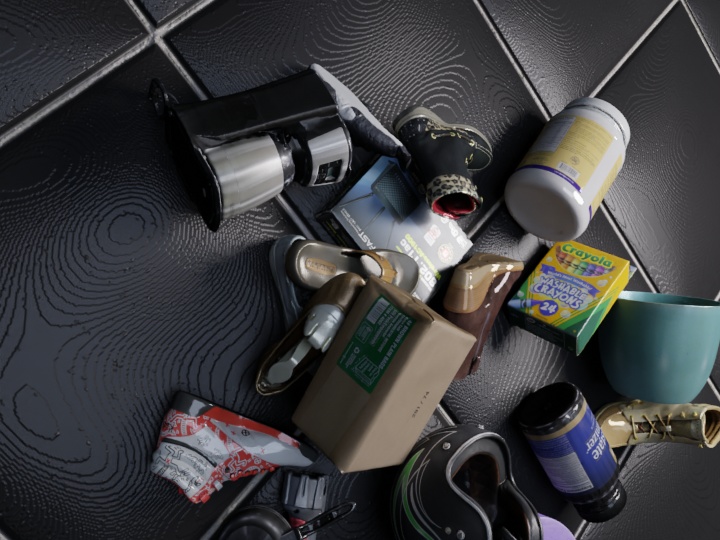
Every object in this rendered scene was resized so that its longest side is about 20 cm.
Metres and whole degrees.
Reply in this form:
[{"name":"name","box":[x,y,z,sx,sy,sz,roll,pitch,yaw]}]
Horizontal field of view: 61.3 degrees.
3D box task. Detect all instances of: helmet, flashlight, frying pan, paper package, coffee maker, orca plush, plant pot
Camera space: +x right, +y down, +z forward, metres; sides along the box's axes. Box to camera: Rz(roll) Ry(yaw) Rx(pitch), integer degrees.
[{"name":"helmet","box":[0.130,0.315,0.810,0.195,0.203,0.193,-4,45,-27]},{"name":"flashlight","box":[-0.090,0.362,0.767,0.066,0.068,0.206,5,78,11]},{"name":"frying pan","box":[-0.095,0.345,0.730,0.184,0.031,0.119,-6,74,9]},{"name":"paper package","box":[0.033,0.133,0.749,0.203,0.102,0.190,-59,152,3]},{"name":"coffee maker","box":[-0.130,-0.175,0.753,0.196,0.134,0.197,-24,96,-27]},{"name":"orca plush","box":[-0.016,-0.194,0.834,0.199,0.072,0.105,40,23,4]},{"name":"plant pot","box":[0.493,0.127,1.019,0.195,0.199,0.167,0,95,-26]}]

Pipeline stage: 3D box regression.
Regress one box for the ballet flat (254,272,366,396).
[{"name":"ballet flat","box":[-0.065,0.087,0.738,0.068,0.073,0.199,44,112,-7]}]

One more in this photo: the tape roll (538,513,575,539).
[{"name":"tape roll","box":[0.238,0.466,0.912,0.195,0.084,0.207,3,83,-26]}]

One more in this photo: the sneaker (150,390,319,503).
[{"name":"sneaker","box":[-0.154,0.234,0.743,0.198,0.067,0.111,27,75,-19]}]

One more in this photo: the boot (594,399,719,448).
[{"name":"boot","box":[0.501,0.264,1.024,0.195,0.154,0.075,-5,87,-27]}]

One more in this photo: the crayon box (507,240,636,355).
[{"name":"crayon box","box":[0.343,0.025,0.980,0.200,0.124,0.052,-46,138,-23]}]

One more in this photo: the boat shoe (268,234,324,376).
[{"name":"boat shoe","box":[-0.065,0.051,0.800,0.069,0.071,0.206,-22,95,-26]}]

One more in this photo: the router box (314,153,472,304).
[{"name":"router box","box":[0.052,-0.057,0.875,0.201,0.062,0.150,49,68,-15]}]

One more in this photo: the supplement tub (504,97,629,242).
[{"name":"supplement tub","box":[0.337,-0.165,0.984,0.145,0.144,0.201,44,68,-16]}]

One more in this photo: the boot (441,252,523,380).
[{"name":"boot","box":[0.183,0.066,0.936,0.197,0.071,0.172,-13,113,-50]}]

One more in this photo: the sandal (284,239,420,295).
[{"name":"sandal","box":[0.000,0.000,0.775,0.196,0.054,0.084,15,76,-30]}]

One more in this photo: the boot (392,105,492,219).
[{"name":"boot","box":[0.140,-0.140,0.875,0.200,0.073,0.157,12,50,-43]}]

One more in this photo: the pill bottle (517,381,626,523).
[{"name":"pill bottle","box":[0.340,0.291,0.965,0.111,0.111,0.203,-37,102,-24]}]
